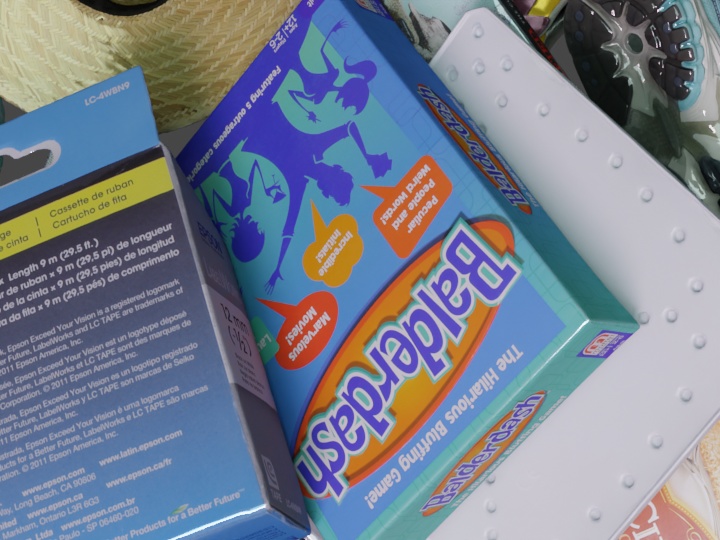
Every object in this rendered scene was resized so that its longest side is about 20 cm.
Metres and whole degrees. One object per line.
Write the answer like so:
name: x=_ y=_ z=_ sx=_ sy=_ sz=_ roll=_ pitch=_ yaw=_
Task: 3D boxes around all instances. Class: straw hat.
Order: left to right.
straw hat: x=-0.103 y=-0.168 z=0.755 sx=0.200 sy=0.085 sz=0.202 roll=3 pitch=110 yaw=9

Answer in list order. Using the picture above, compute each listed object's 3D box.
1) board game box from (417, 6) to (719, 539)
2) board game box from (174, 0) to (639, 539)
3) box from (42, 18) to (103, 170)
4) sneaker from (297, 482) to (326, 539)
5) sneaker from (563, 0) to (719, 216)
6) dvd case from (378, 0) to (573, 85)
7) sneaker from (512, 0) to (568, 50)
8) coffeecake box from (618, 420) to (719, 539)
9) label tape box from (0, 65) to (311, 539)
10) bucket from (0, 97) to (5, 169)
board game box: x=0.058 y=0.026 z=0.693 sx=0.200 sy=0.026 sz=0.200 roll=48 pitch=112 yaw=30
board game box: x=0.000 y=0.000 z=0.694 sx=0.152 sy=0.045 sz=0.200 roll=-49 pitch=60 yaw=22
box: x=-0.117 y=-0.094 z=0.826 sx=0.041 sy=0.039 sz=0.201 roll=21 pitch=92 yaw=7
sneaker: x=-0.072 y=0.180 z=0.685 sx=0.115 sy=0.075 sz=0.201 roll=1 pitch=90 yaw=-28
sneaker: x=0.167 y=-0.053 z=0.745 sx=0.077 sy=0.086 sz=0.201 roll=-7 pitch=105 yaw=46
dvd case: x=0.023 y=-0.064 z=0.752 sx=0.146 sy=0.022 sz=0.200 roll=-37 pitch=86 yaw=21
sneaker: x=0.048 y=-0.133 z=0.787 sx=0.199 sy=0.075 sz=0.090 roll=-16 pitch=82 yaw=8
coffeecake box: x=0.180 y=0.124 z=0.706 sx=0.199 sy=0.073 sz=0.154 roll=-24 pitch=73 yaw=5
label tape box: x=-0.119 y=0.036 z=0.683 sx=0.143 sy=0.066 sz=0.201 roll=-22 pitch=66 yaw=9
bucket: x=-0.279 y=-0.073 z=0.799 sx=0.206 sy=0.135 sz=0.208 roll=0 pitch=88 yaw=7
